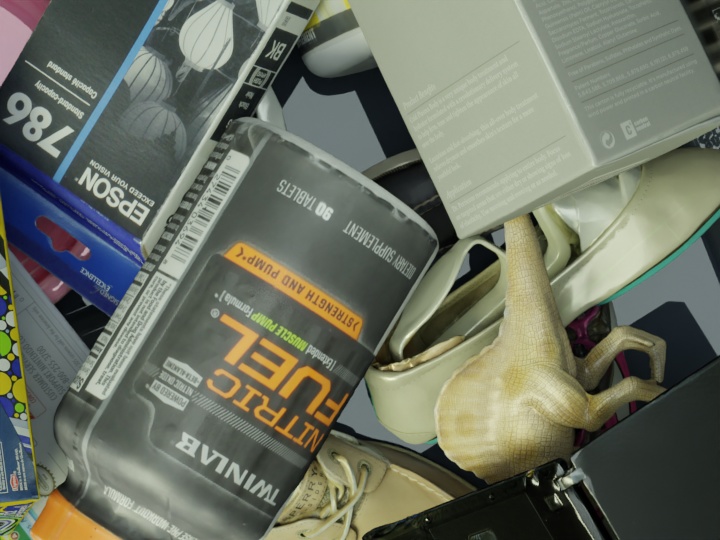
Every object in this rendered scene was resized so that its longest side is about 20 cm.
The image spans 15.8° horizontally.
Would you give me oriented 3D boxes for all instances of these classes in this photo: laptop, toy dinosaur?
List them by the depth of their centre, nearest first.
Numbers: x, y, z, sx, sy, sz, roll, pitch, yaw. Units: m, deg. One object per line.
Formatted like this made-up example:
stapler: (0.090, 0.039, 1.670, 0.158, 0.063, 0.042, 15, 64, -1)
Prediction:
laptop: (0.133, 0.139, 1.091, 0.103, 0.200, 0.178, -36, 96, -45)
toy dinosaur: (0.082, 0.050, 1.104, 0.101, 0.058, 0.201, 4, 101, -5)

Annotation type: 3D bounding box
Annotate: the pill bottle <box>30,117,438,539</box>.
pill bottle: (-0.059, 0.045, 1.093, 0.106, 0.106, 0.201, 31, 85, -1)

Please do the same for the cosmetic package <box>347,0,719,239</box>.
cosmetic package: (0.053, -0.127, 1.056, 0.090, 0.107, 0.201, -21, 87, -34)

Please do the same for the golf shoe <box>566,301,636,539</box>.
golf shoe: (0.098, 0.098, 1.200, 0.072, 0.092, 0.201, -8, 71, 31)

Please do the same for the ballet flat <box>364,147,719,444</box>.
ballet flat: (0.080, -0.003, 1.151, 0.200, 0.069, 0.070, -41, 90, -2)

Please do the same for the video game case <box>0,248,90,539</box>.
video game case: (-0.195, 0.079, 1.123, 0.182, 0.024, 0.200, -38, 86, -24)

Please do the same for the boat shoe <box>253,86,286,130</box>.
boat shoe: (-0.079, -0.113, 1.187, 0.060, 0.076, 0.201, -14, 89, -14)

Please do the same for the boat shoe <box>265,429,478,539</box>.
boat shoe: (-0.025, 0.104, 1.194, 0.199, 0.065, 0.072, 23, 90, -1)

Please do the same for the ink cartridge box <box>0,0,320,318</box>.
ink cartridge box: (-0.095, -0.085, 1.129, 0.099, 0.039, 0.201, 33, 99, 18)

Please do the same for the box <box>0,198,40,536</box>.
box: (-0.184, 0.011, 1.097, 0.064, 0.070, 0.201, -3, 73, -20)

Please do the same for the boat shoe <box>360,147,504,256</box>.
boat shoe: (0.000, 0.000, 1.183, 0.199, 0.073, 0.063, -21, 60, 3)

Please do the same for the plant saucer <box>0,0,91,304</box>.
plant saucer: (-0.201, -0.064, 1.200, 0.199, 0.051, 0.202, 0, 91, -1)

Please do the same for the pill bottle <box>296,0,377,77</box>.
pill bottle: (-0.005, -0.197, 1.172, 0.111, 0.112, 0.201, -20, 90, -1)
